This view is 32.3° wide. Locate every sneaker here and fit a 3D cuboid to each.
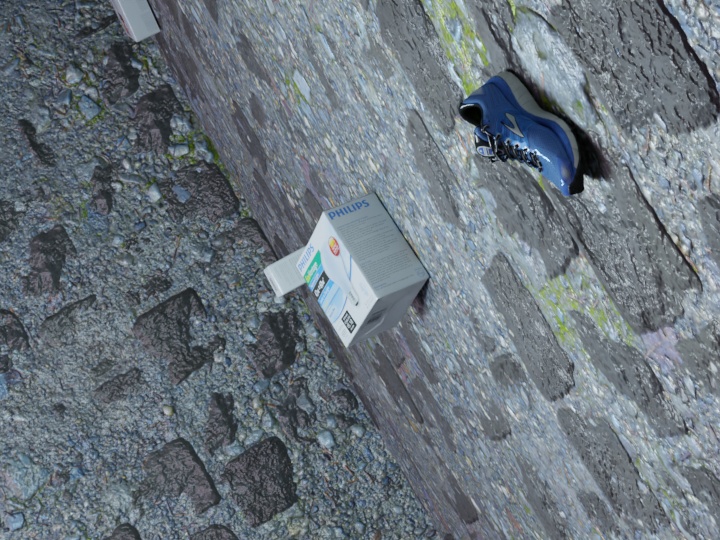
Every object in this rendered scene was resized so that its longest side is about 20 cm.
[{"bbox_3d":[0.179,-0.142,1.403,0.200,0.089,0.079,51,166,41],"label":"sneaker"}]

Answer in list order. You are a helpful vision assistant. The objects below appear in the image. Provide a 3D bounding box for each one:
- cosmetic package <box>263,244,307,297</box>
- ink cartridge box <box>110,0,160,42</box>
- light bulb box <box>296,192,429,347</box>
[{"bbox_3d":[-0.101,-0.021,2.653,0.071,0.200,0.101,62,168,-1],"label":"cosmetic package"},{"bbox_3d":[-0.688,-0.797,3.690,0.176,0.084,0.200,41,156,60],"label":"ink cartridge box"},{"bbox_3d":[0.000,0.000,2.321,0.200,0.125,0.198,57,148,19],"label":"light bulb box"}]
